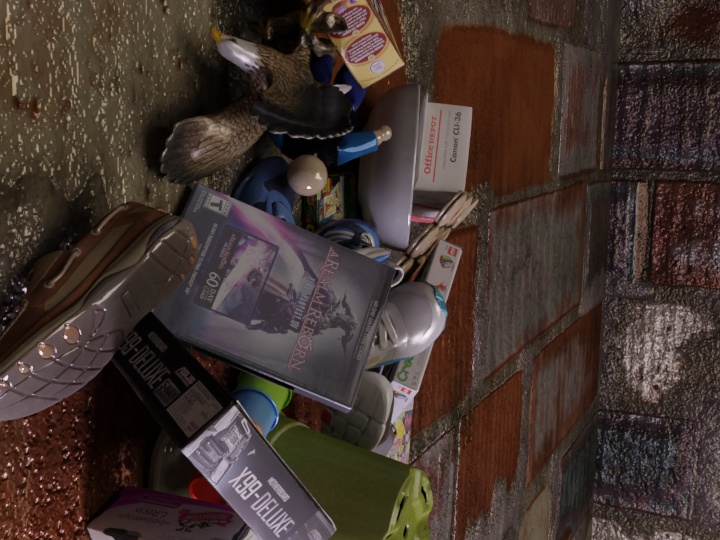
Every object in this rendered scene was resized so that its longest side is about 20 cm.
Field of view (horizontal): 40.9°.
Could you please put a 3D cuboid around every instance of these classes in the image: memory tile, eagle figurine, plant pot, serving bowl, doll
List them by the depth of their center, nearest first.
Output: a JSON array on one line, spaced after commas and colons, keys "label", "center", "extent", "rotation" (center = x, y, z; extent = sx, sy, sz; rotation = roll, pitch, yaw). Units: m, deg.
[{"label": "eagle figurine", "center": [-0.081, -0.155, 0.852], "extent": [0.152, 0.149, 0.202], "rotation": [115, -14, -57]}, {"label": "plant pot", "center": [-0.034, 0.246, 0.972], "extent": [0.200, 0.188, 0.202], "rotation": [5, 90, -65]}, {"label": "doll", "center": [-0.034, -0.154, 0.981], "extent": [0.049, 0.135, 0.201], "rotation": [107, -2, -50]}, {"label": "serving bowl", "center": [0.032, -0.124, 1.157], "extent": [0.200, 0.065, 0.202], "rotation": [4, 90, -89]}, {"label": "memory tile", "center": [0.070, -0.018, 1.187], "extent": [0.200, 0.017, 0.153], "rotation": [-50, 173, 10]}]

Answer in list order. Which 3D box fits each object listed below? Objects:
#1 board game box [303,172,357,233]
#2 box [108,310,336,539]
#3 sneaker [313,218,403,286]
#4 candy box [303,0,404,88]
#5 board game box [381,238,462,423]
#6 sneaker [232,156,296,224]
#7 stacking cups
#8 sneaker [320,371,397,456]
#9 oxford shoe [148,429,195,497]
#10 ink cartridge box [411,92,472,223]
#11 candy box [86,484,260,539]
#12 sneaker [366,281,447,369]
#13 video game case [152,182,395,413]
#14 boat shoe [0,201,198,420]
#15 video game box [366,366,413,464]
[{"label": "board game box", "center": [-0.035, -0.010, 1.122], "extent": [0.105, 0.023, 0.202], "rotation": [-23, 116, -65]}, {"label": "box", "center": [-0.116, 0.117, 0.732], "extent": [0.050, 0.200, 0.158], "rotation": [-41, 128, -13]}, {"label": "sneaker", "center": [0.000, 0.000, 1.011], "extent": [0.199, 0.145, 0.081], "rotation": [-23, 113, -49]}, {"label": "candy box", "center": [-0.032, -0.287, 0.938], "extent": [0.200, 0.056, 0.117], "rotation": [48, 19, -45]}, {"label": "board game box", "center": [0.065, 0.076, 1.168], "extent": [0.126, 0.034, 0.201], "rotation": [117, -6, -59]}, {"label": "sneaker", "center": [-0.089, -0.021, 0.928], "extent": [0.074, 0.081, 0.201], "rotation": [58, 41, -51]}, {"label": "stacking cups", "center": [-0.111, 0.144, 0.903], "extent": [0.200, 0.060, 0.061], "rotation": [-61, 148, -57]}, {"label": "sneaker", "center": [0.004, 0.176, 1.077], "extent": [0.082, 0.077, 0.201], "rotation": [-28, 149, -41]}, {"label": "oxford shoe", "center": [-0.148, 0.230, 0.876], "extent": [0.075, 0.057, 0.202], "rotation": [-27, 117, -58]}, {"label": "ink cartridge box", "center": [0.101, -0.140, 1.249], "extent": [0.200, 0.067, 0.118], "rotation": [90, 6, -79]}, {"label": "candy box", "center": [-0.139, 0.287, 0.811], "extent": [0.061, 0.135, 0.202], "rotation": [-47, 137, -54]}, {"label": "sneaker", "center": [0.001, 0.073, 1.014], "extent": [0.081, 0.199, 0.077], "rotation": [-18, 82, -62]}, {"label": "video game case", "center": [-0.079, 0.022, 0.849], "extent": [0.019, 0.198, 0.144], "rotation": [125, -14, -62]}, {"label": "boat shoe", "center": [-0.206, 0.024, 0.695], "extent": [0.200, 0.071, 0.076], "rotation": [-45, 153, -29]}, {"label": "video game box", "center": [0.013, 0.196, 1.239], "extent": [0.200, 0.046, 0.184], "rotation": [7, 86, -65]}]
